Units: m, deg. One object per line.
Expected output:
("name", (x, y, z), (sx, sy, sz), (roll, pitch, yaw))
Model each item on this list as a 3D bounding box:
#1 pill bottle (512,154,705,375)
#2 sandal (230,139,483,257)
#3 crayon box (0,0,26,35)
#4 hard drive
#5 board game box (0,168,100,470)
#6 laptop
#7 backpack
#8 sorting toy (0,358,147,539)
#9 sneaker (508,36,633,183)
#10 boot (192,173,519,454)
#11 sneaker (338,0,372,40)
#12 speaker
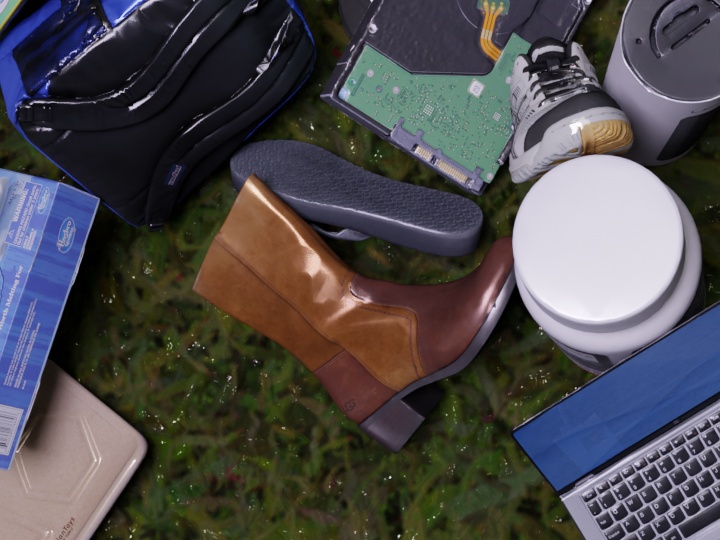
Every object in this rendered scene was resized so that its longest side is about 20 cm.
("pill bottle", (0.158, 0.001, 0.758), (0.112, 0.200, 0.116), (-4, 77, 16))
("sandal", (-0.010, -0.044, 0.877), (0.198, 0.076, 0.043), (20, 127, 16))
("crayon box", (-0.242, -0.244, 0.871), (0.058, 0.173, 0.200), (37, 119, -18))
("hard drive", (0.077, -0.174, 0.860), (0.139, 0.038, 0.202), (29, 88, -17))
("board game box", (-0.296, 0.022, 0.896), (0.197, 0.043, 0.203), (13, 83, 42))
("laptop", (0.220, 0.128, 0.754), (0.186, 0.116, 0.202), (-32, 90, 6))
("backpack", (-0.147, -0.169, 0.871), (0.199, 0.162, 0.169), (-37, 52, 10))
("sorting toy", (-0.277, 0.154, 0.924), (0.199, 0.036, 0.186), (35, 90, 20))
("sneaker", (0.121, -0.105, 0.766), (0.075, 0.200, 0.089), (-13, 93, 3))
("boot", (0.000, 0.000, 0.839), (0.199, 0.068, 0.189), (40, 122, 6))
("sneaker", (0.003, -0.240, 0.890), (0.075, 0.091, 0.202), (-21, 79, 6))
("speaker", (0.196, -0.124, 0.770), (0.080, 0.200, 0.083), (-1, 84, 7))
